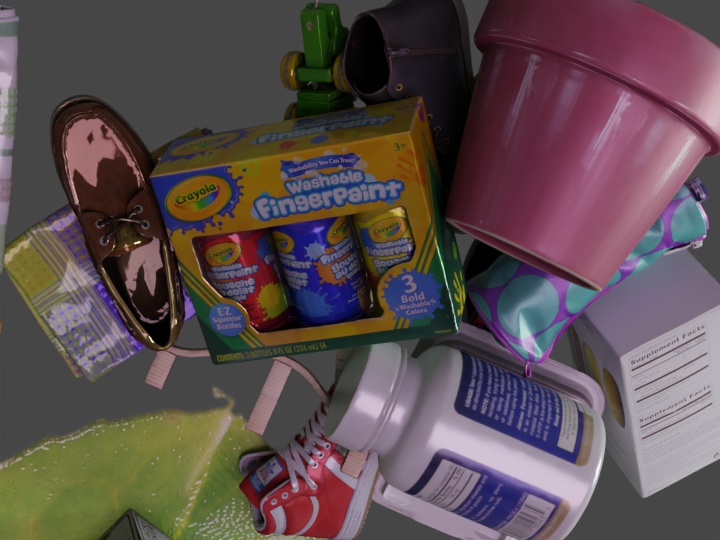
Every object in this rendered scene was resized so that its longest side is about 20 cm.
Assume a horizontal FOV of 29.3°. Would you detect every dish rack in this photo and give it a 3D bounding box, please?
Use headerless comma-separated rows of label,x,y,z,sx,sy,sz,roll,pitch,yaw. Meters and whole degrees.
dish rack,0.101,0.155,1.194,0.171,0.044,0.201,23,119,-5

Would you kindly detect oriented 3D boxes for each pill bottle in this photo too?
pill bottle,0.079,0.128,1.084,0.199,0.120,0.120,24,103,-9

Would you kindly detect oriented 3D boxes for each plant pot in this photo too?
plant pot,0.154,-0.092,0.996,0.199,0.200,0.180,26,90,-26

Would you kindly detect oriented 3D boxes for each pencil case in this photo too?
pencil case,0.183,-0.010,1.098,0.200,0.085,0.093,-37,85,3

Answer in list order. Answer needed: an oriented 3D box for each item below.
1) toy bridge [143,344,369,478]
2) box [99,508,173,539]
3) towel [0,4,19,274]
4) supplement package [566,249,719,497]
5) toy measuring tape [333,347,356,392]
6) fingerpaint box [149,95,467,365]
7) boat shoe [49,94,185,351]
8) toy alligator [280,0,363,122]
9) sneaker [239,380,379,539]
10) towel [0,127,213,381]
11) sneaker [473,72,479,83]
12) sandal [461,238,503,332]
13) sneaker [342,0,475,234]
toy bridge,-0.073,0.101,1.127,0.199,0.027,0.068,24,90,-1
box,-0.166,0.313,1.209,0.117,0.060,0.200,-46,119,4
towel,-0.323,-0.094,0.987,0.148,0.031,0.201,1,106,-18
supplement package,0.254,0.080,1.197,0.109,0.114,0.201,-26,134,-7
toy measuring tape,0.000,0.000,1.124,0.073,0.074,0.201,-5,111,-17
fingerpaint box,-0.035,-0.026,1.030,0.199,0.073,0.168,-8,117,14
boat shoe,-0.173,-0.034,1.028,0.072,0.068,0.201,-23,117,-6
toy alligator,-0.025,-0.163,1.063,0.054,0.059,0.201,-30,122,-57
sneaker,-0.040,0.145,1.175,0.112,0.071,0.201,3,113,-24
towel,-0.170,-0.011,1.090,0.199,0.023,0.144,-30,119,-5
sneaker,0.158,-0.102,1.144,0.089,0.078,0.200,-49,125,-7
sandal,0.120,0.053,1.204,0.075,0.045,0.201,2,111,-20
sneaker,0.041,-0.113,1.061,0.106,0.074,0.201,-29,111,-46
